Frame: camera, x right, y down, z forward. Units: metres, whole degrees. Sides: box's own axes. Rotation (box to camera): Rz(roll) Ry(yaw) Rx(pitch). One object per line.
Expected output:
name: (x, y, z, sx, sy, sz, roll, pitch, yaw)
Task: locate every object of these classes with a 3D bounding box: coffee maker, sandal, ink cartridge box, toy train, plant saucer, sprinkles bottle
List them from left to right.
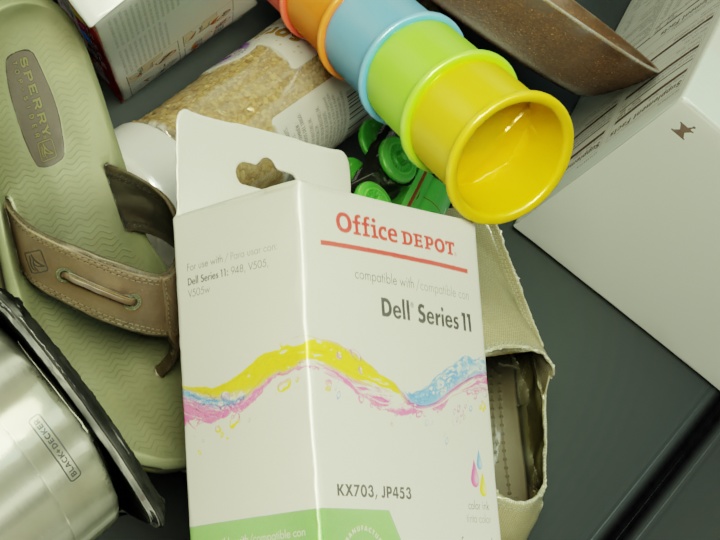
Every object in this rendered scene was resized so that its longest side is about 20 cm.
coffee maker: (-0.191, 0.109, 0.757, 0.200, 0.192, 0.135, -39, 83, -19)
ink cartridge box: (-0.126, -0.177, 0.882, 0.084, 0.200, 0.176, -36, 88, -5)
sandal: (-0.102, -0.011, 0.808, 0.080, 0.057, 0.202, -33, 108, -37)
sprinkles bottle: (-0.043, -0.073, 0.969, 0.068, 0.068, 0.200, 51, 53, -1)
ink cartridge box: (-0.008, 0.036, 0.809, 0.117, 0.067, 0.201, 10, 72, -51)
toy train: (0.000, 0.000, 0.917, 0.056, 0.042, 0.200, 47, 45, -20)
plant saucer: (0.051, -0.140, 0.984, 0.200, 0.035, 0.200, 35, 11, -8)

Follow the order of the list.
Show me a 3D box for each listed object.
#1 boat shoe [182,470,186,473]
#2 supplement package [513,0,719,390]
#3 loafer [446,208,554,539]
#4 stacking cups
boat shoe: (-0.075, 0.049, 0.901, 0.199, 0.069, 0.057, 26, 53, -25)
supplement package: (0.207, -0.076, 1.064, 0.152, 0.151, 0.200, 38, 55, -10)
loafer: (0.054, 0.039, 0.974, 0.075, 0.068, 0.201, 1, 68, -30)
stacking cups: (0.014, -0.091, 0.901, 0.060, 0.061, 0.200, -3, 30, -31)
